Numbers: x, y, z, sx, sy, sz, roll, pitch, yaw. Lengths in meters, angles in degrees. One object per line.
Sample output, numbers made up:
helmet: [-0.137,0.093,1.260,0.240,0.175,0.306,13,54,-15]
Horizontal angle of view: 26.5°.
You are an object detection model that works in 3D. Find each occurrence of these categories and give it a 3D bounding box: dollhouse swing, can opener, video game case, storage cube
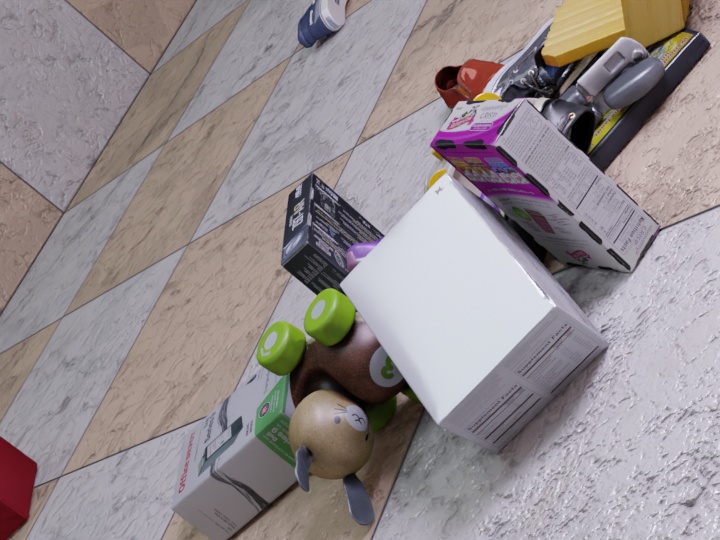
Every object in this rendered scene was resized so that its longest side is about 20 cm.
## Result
dollhouse swing: [0.287,-0.354,1.749,0.174,0.183,0.201,-3,34,21]
can opener: [0.239,-0.171,1.663,0.200,0.053,0.067,-43,22,17]
video game case: [0.285,-0.198,1.728,0.200,0.025,0.181,-49,20,3]
storage cube: [-0.652,0.361,2.497,0.171,0.179,0.200,-45,20,13]

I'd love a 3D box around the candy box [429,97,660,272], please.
candy box: [0.180,-0.084,1.499,0.061,0.200,0.136,-54,22,-11]

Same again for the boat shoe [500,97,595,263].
boat shoe: [0.195,-0.081,1.610,0.063,0.073,0.204,13,85,34]

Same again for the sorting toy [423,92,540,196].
sorting toy: [0.126,-0.128,1.792,0.201,0.106,0.180,-61,15,0]

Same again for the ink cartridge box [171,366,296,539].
ink cartridge box: [-0.125,0.205,1.805,0.200,0.084,0.146,-42,22,23]

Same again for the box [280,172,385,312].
box: [0.000,0.000,1.731,0.043,0.200,0.161,-41,23,22]

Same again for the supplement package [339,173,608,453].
supplement package: [0.104,0.041,1.456,0.156,0.111,0.200,-46,50,12]

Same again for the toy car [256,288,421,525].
toy car: [-0.017,0.154,1.580,0.157,0.164,0.202,-33,36,38]

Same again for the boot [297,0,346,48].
boot: [-0.074,-0.508,2.926,0.090,0.073,0.201,-31,28,29]

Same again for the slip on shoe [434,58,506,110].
slip on shoe: [0.158,-0.248,2.025,0.074,0.061,0.200,-53,22,-13]

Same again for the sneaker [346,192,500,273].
sneaker: [0.074,-0.040,1.659,0.198,0.090,0.080,-10,-8,-20]

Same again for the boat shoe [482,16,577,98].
boat shoe: [0.219,-0.237,1.882,0.200,0.070,0.066,-48,18,-16]
